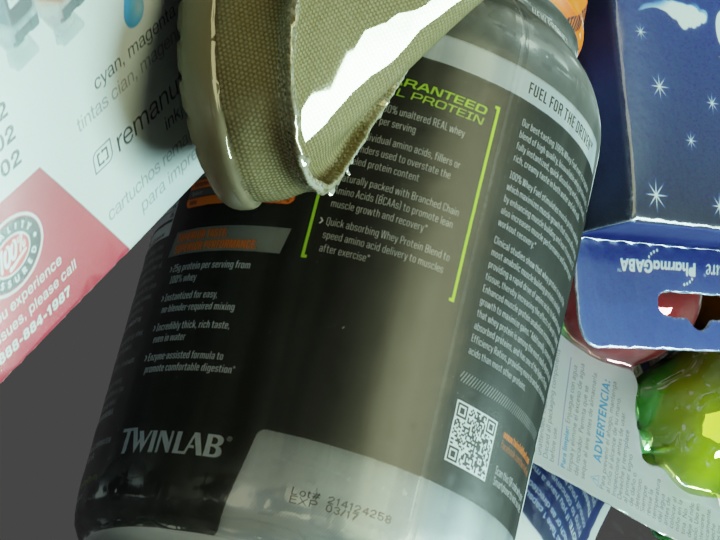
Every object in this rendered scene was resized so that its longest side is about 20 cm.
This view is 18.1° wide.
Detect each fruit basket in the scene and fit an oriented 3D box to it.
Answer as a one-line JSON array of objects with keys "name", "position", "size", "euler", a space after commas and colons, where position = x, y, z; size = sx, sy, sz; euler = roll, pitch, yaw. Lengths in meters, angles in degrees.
[{"name": "fruit basket", "position": [0.107, 0.013, 0.806], "size": [0.199, 0.094, 0.187], "euler": [25, 54, -21]}]

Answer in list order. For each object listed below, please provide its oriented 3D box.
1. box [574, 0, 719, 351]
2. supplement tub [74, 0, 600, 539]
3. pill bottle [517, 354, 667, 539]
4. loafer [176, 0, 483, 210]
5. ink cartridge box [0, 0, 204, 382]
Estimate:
[{"name": "box", "position": [0.111, -0.075, 0.737], "size": [0.120, 0.032, 0.202], "euler": [3, 79, -42]}, {"name": "supplement tub", "position": [0.000, 0.000, 0.647], "size": [0.122, 0.122, 0.202], "euler": [33, 64, -40]}, {"name": "pill bottle", "position": [0.033, 0.082, 0.829], "size": [0.111, 0.110, 0.200], "euler": [56, 42, -21]}, {"name": "loafer", "position": [0.016, -0.099, 0.579], "size": [0.201, 0.067, 0.076], "euler": [-65, 152, -26]}, {"name": "ink cartridge box", "position": [-0.129, -0.098, 0.530], "size": [0.145, 0.144, 0.201], "euler": [-49, 142, -39]}]
